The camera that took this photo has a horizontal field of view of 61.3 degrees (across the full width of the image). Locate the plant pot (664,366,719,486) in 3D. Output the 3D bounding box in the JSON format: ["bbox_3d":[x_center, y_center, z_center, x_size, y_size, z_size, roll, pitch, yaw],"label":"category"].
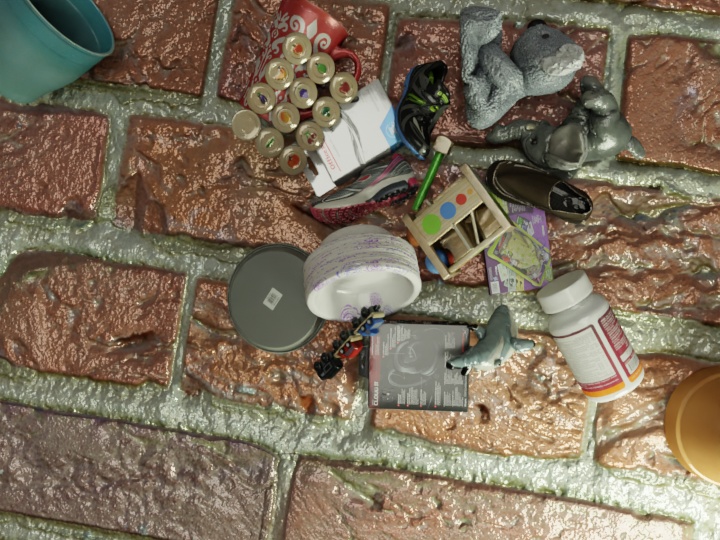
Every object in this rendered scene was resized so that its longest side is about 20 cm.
[{"bbox_3d":[0.634,0.271,1.010,0.194,0.140,0.206,0,90,4],"label":"plant pot"}]

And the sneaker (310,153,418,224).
[{"bbox_3d":[0.003,-0.141,1.088,0.195,0.081,0.076,-20,75,-4],"label":"sneaker"}]

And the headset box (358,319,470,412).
[{"bbox_3d":[0.093,0.166,1.079,0.194,0.077,0.153,1,90,5],"label":"headset box"}]

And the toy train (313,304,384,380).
[{"bbox_3d":[-0.020,0.130,1.062,0.201,0.034,0.046,-51,58,33],"label":"toy train"}]

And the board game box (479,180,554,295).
[{"bbox_3d":[0.274,-0.065,1.089,0.117,0.032,0.206,-7,90,7],"label":"board game box"}]

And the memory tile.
[{"bbox_3d":[-0.111,-0.277,1.021,0.152,0.017,0.202,35,98,-20],"label":"memory tile"}]

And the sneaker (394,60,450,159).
[{"bbox_3d":[0.110,-0.281,1.035,0.082,0.070,0.204,-15,53,41],"label":"sneaker"}]

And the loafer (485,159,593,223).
[{"bbox_3d":[0.311,-0.141,1.037,0.195,0.071,0.075,19,91,2],"label":"loafer"}]

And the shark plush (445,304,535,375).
[{"bbox_3d":[0.203,0.127,1.038,0.197,0.091,0.085,-22,87,-30],"label":"shark plush"}]

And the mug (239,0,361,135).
[{"bbox_3d":[-0.108,-0.345,1.055,0.176,0.133,0.203,33,98,32],"label":"mug"}]

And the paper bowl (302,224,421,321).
[{"bbox_3d":[0.000,0.000,1.030,0.195,0.202,0.107,-12,61,4],"label":"paper bowl"}]

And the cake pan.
[{"bbox_3d":[-0.154,0.052,1.116,0.194,0.037,0.206,0,91,4],"label":"cake pan"}]

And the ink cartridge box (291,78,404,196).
[{"bbox_3d":[-0.024,-0.232,1.088,0.197,0.067,0.118,-31,89,4],"label":"ink cartridge box"}]

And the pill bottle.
[{"bbox_3d":[0.387,0.109,1.034,0.108,0.110,0.203,-30,93,4],"label":"pill bottle"}]

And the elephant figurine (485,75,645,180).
[{"bbox_3d":[0.347,-0.219,1.046,0.198,0.157,0.141,-37,131,14],"label":"elephant figurine"}]

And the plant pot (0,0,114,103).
[{"bbox_3d":[-0.576,-0.406,1.074,0.186,0.200,0.203,-34,88,19],"label":"plant pot"}]

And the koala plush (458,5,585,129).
[{"bbox_3d":[0.269,-0.337,1.010,0.194,0.177,0.189,-2,99,14],"label":"koala plush"}]

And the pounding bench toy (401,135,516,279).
[{"bbox_3d":[0.142,-0.106,1.037,0.155,0.124,0.202,-37,81,17],"label":"pounding bench toy"}]
